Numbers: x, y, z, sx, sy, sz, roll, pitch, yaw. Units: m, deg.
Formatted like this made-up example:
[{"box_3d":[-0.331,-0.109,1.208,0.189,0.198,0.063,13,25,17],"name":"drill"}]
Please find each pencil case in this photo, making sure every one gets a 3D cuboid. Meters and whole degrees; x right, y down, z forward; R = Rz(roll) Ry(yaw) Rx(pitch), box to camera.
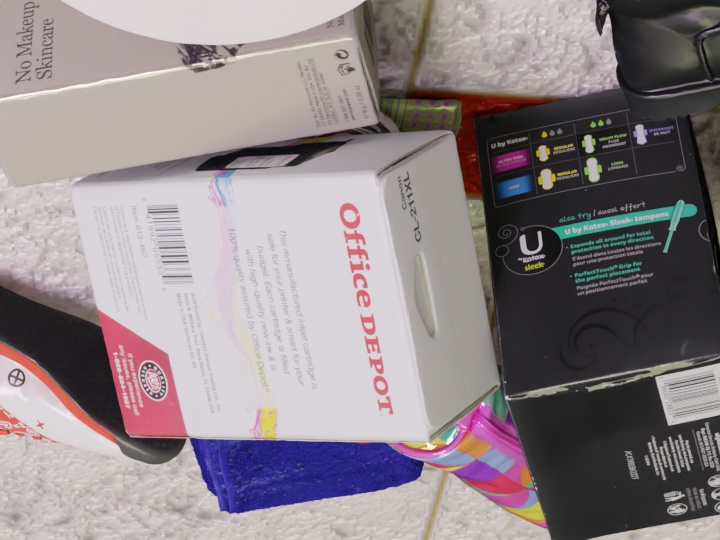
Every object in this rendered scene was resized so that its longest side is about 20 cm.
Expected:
[{"box_3d":[0.084,0.098,1.593,0.088,0.089,0.200,-24,152,23],"name":"pencil case"}]

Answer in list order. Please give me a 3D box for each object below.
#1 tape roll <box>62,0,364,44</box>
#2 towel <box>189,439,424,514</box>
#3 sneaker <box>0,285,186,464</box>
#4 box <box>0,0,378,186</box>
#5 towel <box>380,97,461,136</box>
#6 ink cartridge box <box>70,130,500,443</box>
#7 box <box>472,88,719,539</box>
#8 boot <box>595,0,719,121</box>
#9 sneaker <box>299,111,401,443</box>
[{"box_3d":[-0.067,-0.220,1.191,0.202,0.139,0.203,-2,139,-2],"name":"tape roll"},{"box_3d":[-0.041,0.086,1.608,0.147,0.050,0.200,-5,148,6],"name":"towel"},{"box_3d":[-0.206,0.073,1.563,0.201,0.067,0.108,30,134,-9],"name":"sneaker"},{"box_3d":[-0.094,-0.109,1.357,0.199,0.082,0.068,-10,140,6],"name":"box"},{"box_3d":[-0.022,-0.033,1.509,0.143,0.023,0.200,2,139,-6],"name":"towel"},{"box_3d":[-0.038,0.009,1.385,0.199,0.083,0.146,-1,108,34],"name":"ink cartridge box"},{"box_3d":[0.141,0.021,1.446,0.124,0.200,0.149,-12,139,8],"name":"box"},{"box_3d":[0.196,-0.166,1.336,0.198,0.073,0.163,-15,133,11],"name":"boot"},{"box_3d":[0.000,0.000,1.451,0.080,0.075,0.201,-9,119,-1],"name":"sneaker"}]
